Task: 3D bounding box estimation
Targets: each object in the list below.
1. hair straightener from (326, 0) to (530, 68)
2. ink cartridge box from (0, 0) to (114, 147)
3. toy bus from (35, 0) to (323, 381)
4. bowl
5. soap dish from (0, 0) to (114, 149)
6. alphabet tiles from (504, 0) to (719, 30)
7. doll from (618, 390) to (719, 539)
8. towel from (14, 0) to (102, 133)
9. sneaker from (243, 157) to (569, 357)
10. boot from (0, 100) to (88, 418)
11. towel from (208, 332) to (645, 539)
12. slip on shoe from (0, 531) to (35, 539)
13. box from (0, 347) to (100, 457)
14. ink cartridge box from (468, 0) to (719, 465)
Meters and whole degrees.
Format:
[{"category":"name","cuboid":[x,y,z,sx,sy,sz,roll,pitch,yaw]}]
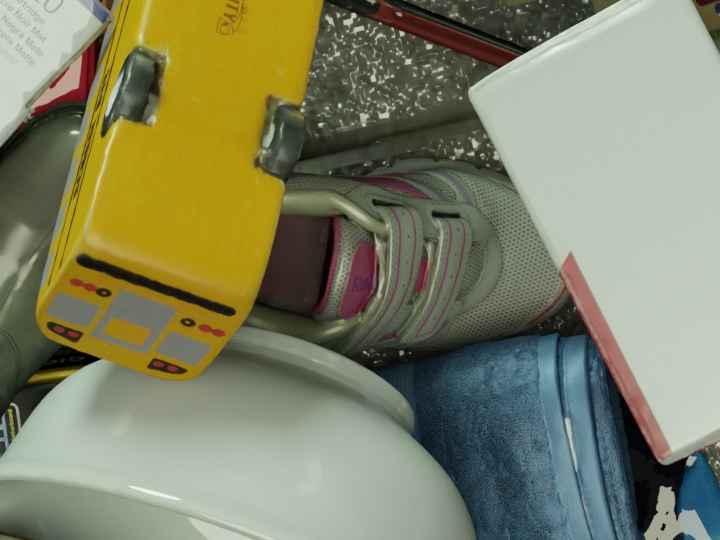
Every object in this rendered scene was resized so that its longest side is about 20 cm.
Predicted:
[{"category":"hair straightener","cuboid":[0.002,-0.138,0.945,0.199,0.041,0.077,18,101,-19]},{"category":"ink cartridge box","cuboid":[-0.223,-0.087,0.854,0.200,0.041,0.200,-44,104,5]},{"category":"toy bus","cuboid":[-0.056,-0.069,0.849,0.065,0.201,0.078,19,145,-14]},{"category":"bowl","cuboid":[-0.038,0.081,0.896,0.200,0.201,0.091,22,69,-6]},{"category":"soap dish","cuboid":[-0.176,-0.094,0.941,0.199,0.081,0.158,-18,103,-4]},{"category":"alphabet tiles","cuboid":[0.138,-0.155,0.893,0.199,0.006,0.167,-11,136,13]},{"category":"doll","cuboid":[0.085,0.108,1.017,0.136,0.048,0.201,25,101,1]},{"category":"towel","cuboid":[-0.188,-0.125,0.881,0.199,0.022,0.145,3,102,-7]},{"category":"sneaker","cuboid":[0.000,0.000,0.961,0.199,0.088,0.082,1,103,-20]},{"category":"boot","cuboid":[-0.143,0.041,0.885,0.068,0.131,0.200,33,119,-14]},{"category":"towel","cuboid":[0.012,0.093,0.986,0.199,0.049,0.112,-11,93,17]},{"category":"slip on shoe","cuboid":[-0.083,0.168,0.938,0.200,0.076,0.061,41,60,-42]},{"category":"box","cuboid":[-0.169,0.139,1.021,0.159,0.049,0.201,-7,102,-1]},{"category":"ink cartridge box","cuboid":[0.117,-0.013,0.891,0.083,0.200,0.146,-28,84,8]}]
